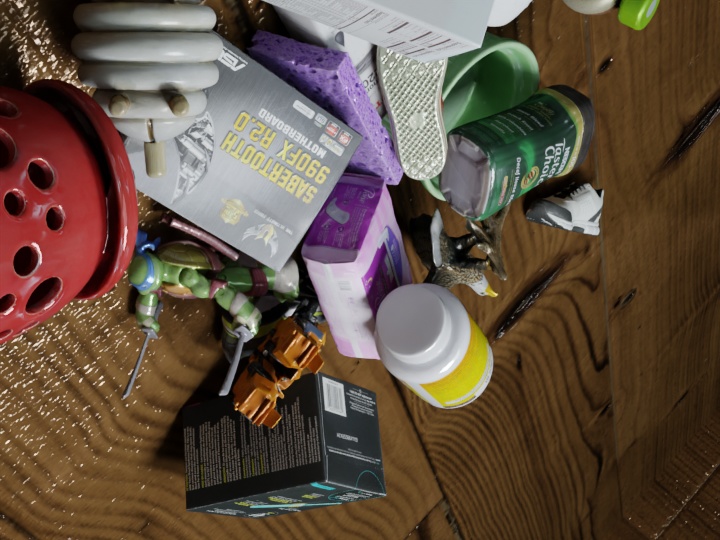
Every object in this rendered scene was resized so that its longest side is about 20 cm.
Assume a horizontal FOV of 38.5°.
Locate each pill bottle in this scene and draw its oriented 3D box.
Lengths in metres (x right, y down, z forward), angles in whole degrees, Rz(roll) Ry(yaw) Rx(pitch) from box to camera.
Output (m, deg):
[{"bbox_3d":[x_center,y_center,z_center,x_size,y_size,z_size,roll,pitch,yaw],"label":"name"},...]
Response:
[{"bbox_3d":[0.081,0.083,1.159,0.110,0.109,0.200,-50,155,-3],"label":"pill bottle"}]

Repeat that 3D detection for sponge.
[{"bbox_3d":[-0.031,-0.163,1.063,0.030,0.110,0.201,-61,150,-18],"label":"sponge"}]

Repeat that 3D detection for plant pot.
[{"bbox_3d":[-0.281,-0.044,0.789,0.181,0.199,0.203,-16,133,-46],"label":"plant pot"}]

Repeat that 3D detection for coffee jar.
[{"bbox_3d":[0.185,-0.141,1.194,0.198,0.085,0.106,-28,140,-33],"label":"coffee jar"}]

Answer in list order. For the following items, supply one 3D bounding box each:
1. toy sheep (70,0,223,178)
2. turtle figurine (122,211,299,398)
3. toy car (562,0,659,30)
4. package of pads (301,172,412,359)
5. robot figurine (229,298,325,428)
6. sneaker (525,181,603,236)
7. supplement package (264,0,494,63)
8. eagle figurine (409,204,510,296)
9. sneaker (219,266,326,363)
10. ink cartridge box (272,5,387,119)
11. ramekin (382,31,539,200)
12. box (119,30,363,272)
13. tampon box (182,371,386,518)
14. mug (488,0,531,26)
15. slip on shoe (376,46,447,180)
[{"bbox_3d":[-0.175,-0.178,0.848,0.136,0.136,0.205,-8,107,-46],"label":"toy sheep"},{"bbox_3d":[-0.159,0.046,1.073,0.143,0.203,0.192,-35,165,36],"label":"turtle figurine"},{"bbox_3d":[0.322,-0.387,1.269,0.199,0.163,0.160,-14,132,-60],"label":"toy car"},{"bbox_3d":[0.000,0.000,1.162,0.201,0.074,0.122,71,33,-52],"label":"package of pads"},{"bbox_3d":[-0.085,0.100,1.093,0.146,0.058,0.200,-51,-176,1],"label":"robot figurine"},{"bbox_3d":[0.319,-0.103,1.603,0.199,0.073,0.082,1,106,-56],"label":"sneaker"},{"bbox_3d":[0.011,-0.284,0.863,0.196,0.150,0.155,17,91,-16],"label":"supplement package"},{"bbox_3d":[0.106,0.000,1.291,0.199,0.153,0.151,-27,-175,46],"label":"eagle figurine"},{"bbox_3d":[-0.090,0.054,1.243,0.197,0.074,0.082,-13,140,-37],"label":"sneaker"},{"bbox_3d":[0.002,-0.264,1.039,0.146,0.084,0.200,-47,148,-8],"label":"ink cartridge box"},{"bbox_3d":[0.112,-0.195,1.223,0.198,0.097,0.203,-31,141,-29],"label":"ramekin"},{"bbox_3d":[-0.118,-0.116,0.980,0.198,0.048,0.160,32,95,-27],"label":"box"},{"bbox_3d":[-0.092,0.216,1.239,0.197,0.129,0.149,-16,157,25],"label":"tampon box"},{"bbox_3d":[0.134,-0.343,1.049,0.201,0.145,0.178,-56,168,-57],"label":"mug"},{"bbox_3d":[0.055,-0.192,1.047,0.072,0.062,0.203,-6,126,3],"label":"slip on shoe"}]
